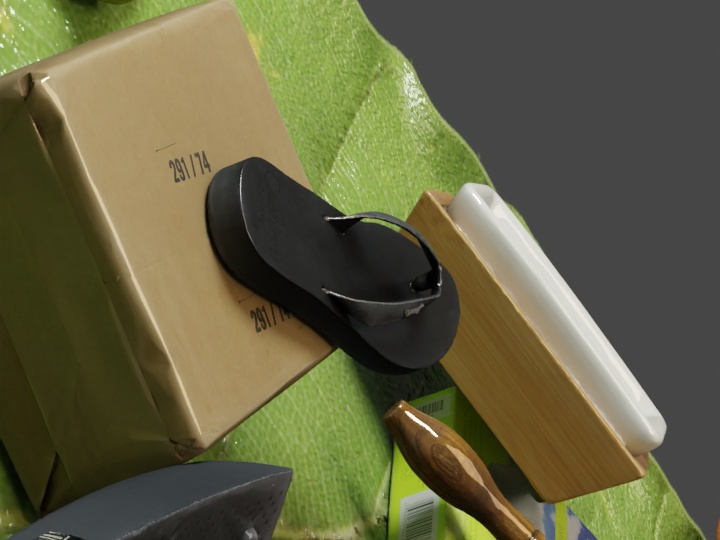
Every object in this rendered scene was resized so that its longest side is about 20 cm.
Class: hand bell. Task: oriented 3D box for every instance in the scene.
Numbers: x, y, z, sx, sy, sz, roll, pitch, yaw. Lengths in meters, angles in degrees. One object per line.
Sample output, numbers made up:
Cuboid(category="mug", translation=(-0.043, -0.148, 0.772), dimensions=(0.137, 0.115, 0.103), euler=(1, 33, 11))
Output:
Cuboid(category="hand bell", translation=(0.088, 0.146, 1.318), dimensions=(0.200, 0.104, 0.104), euler=(45, 30, -6))

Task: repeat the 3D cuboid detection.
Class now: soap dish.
Cuboid(category="soap dish", translation=(0.093, 0.044, 1.406), dimensions=(0.200, 0.081, 0.157), euler=(53, 7, 4))

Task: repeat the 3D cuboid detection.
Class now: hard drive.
Cuboid(category="hard drive", translation=(-0.108, 0.149, 0.988), dimensions=(0.200, 0.042, 0.135), euler=(-19, 132, -59))

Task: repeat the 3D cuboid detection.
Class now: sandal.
Cuboid(category="sandal", translation=(0.000, 0.001, 1.151), dimensions=(0.200, 0.043, 0.076), euler=(25, 52, -56))

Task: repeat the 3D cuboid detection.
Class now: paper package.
Cuboid(category="paper package", translation=(-0.106, -0.012, 1.119), dimensions=(0.191, 0.103, 0.200), euler=(67, 25, -8))

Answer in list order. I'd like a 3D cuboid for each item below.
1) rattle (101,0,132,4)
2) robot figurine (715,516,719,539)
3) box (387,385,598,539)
Cuboid(category="rattle", translation=(-0.106, -0.248, 1.256), dimensions=(0.130, 0.143, 0.201), euler=(33, 47, -24))
Cuboid(category="robot figurine", translation=(0.340, 0.201, 1.812), dimensions=(0.200, 0.144, 0.117), euler=(7, 105, -61))
Cuboid(category="box", translation=(0.087, 0.175, 1.421), dimensions=(0.200, 0.048, 0.122), euler=(47, 34, -37))
